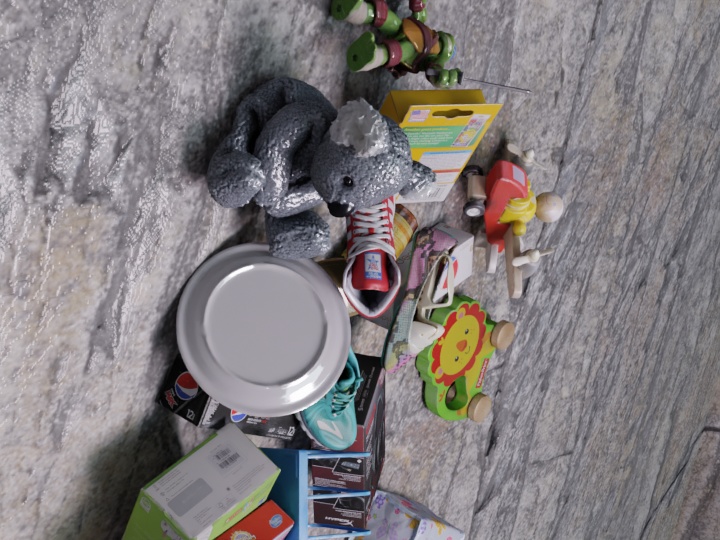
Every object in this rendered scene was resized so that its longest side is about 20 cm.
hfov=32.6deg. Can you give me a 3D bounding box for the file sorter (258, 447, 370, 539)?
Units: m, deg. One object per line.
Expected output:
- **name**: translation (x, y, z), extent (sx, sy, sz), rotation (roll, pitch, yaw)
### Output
- **file sorter**: translation (-0.065, 0.315, 1.486), extent (0.122, 0.138, 0.203), rotation (4, 83, -37)

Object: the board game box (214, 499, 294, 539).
- **board game box**: translation (-0.172, 0.354, 1.362), extent (0.199, 0.040, 0.154), rotation (-26, 153, -56)

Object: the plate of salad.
- **plate of salad**: translation (-0.108, 0.067, 1.379), extent (0.201, 0.199, 0.048), rotation (-52, 180, -24)

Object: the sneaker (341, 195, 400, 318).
- **sneaker**: translation (0.009, -0.045, 1.409), extent (0.113, 0.070, 0.203), rotation (-92, 176, -74)

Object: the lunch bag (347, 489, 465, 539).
- **lunch bag**: translation (0.052, 0.460, 1.902), extent (0.201, 0.127, 0.169), rotation (-59, 146, -2)

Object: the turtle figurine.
- **turtle figurine**: translation (0.077, -0.288, 1.436), extent (0.192, 0.199, 0.146), rotation (-5, 105, -43)

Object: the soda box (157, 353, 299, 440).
- **soda box**: translation (-0.146, 0.152, 1.454), extent (0.199, 0.070, 0.064), rotation (23, 90, -59)

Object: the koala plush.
- **koala plush**: translation (-0.028, -0.122, 1.317), extent (0.177, 0.198, 0.186), rotation (42, 58, -47)

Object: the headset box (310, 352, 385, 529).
- **headset box**: translation (-0.014, 0.218, 1.646), extent (0.149, 0.076, 0.202), rotation (-69, 163, -56)

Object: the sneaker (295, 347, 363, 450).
- **sneaker**: translation (-0.036, 0.137, 1.469), extent (0.077, 0.079, 0.202), rotation (-29, 126, -29)

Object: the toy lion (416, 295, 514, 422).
- **toy lion**: translation (0.150, 0.138, 1.921), extent (0.191, 0.068, 0.202), rotation (3, 107, -50)

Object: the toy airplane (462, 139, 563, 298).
- **toy airplane**: translation (0.227, -0.079, 1.803), extent (0.199, 0.139, 0.203), rotation (-63, 147, -72)

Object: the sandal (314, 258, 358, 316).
- **sandal**: translation (-0.081, 0.020, 1.488), extent (0.210, 0.069, 0.079), rotation (-10, 113, -29)

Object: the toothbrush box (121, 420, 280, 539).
- **toothbrush box**: translation (-0.190, 0.288, 1.392), extent (0.145, 0.086, 0.201), rotation (-35, 159, -42)

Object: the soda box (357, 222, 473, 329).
- **soda box**: translation (0.080, 0.006, 1.721), extent (0.199, 0.063, 0.069), rotation (-34, 135, -44)

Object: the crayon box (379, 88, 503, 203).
- **crayon box**: translation (0.075, -0.157, 1.491), extent (0.124, 0.052, 0.200), rotation (-4, 151, -23)

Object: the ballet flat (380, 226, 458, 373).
- **ballet flat**: translation (0.083, 0.045, 1.617), extent (0.069, 0.070, 0.202), rotation (13, 93, -67)

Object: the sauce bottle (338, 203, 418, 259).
- **sauce bottle**: translation (0.000, 0.000, 1.592), extent (0.201, 0.066, 0.066), rotation (-56, 147, -22)
